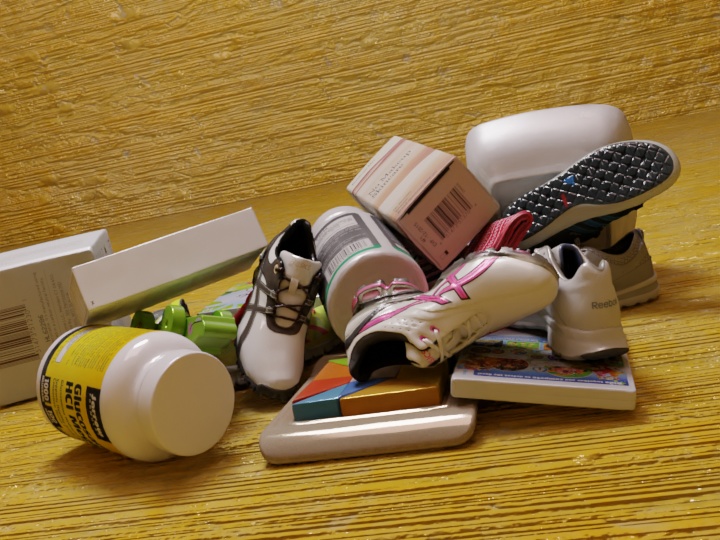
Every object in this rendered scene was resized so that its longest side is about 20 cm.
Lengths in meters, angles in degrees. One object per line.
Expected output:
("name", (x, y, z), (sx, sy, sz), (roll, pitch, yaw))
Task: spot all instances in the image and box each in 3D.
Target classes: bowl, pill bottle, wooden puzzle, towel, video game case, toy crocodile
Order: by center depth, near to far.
("video game case", (0.162, 0.073, 0.690), (0.140, 0.018, 0.200), (2, 13, 14))
("wooden puzzle", (0.018, 0.105, 0.704), (0.181, 0.038, 0.200), (-9, 13, 13))
("pill bottle", (-0.206, 0.110, 0.714), (0.197, 0.115, 0.111), (-1, 16, 45))
("toy crocodile", (-0.185, 0.072, 0.801), (0.066, 0.063, 0.198), (10, -13, -37))
("towel", (0.112, 0.005, 0.812), (0.146, 0.022, 0.200), (-56, 2, -2))
("pill bottle", (0.000, 0.000, 0.883), (0.111, 0.115, 0.200), (-13, 23, -7))
("bowl", (0.226, -0.087, 0.921), (0.195, 0.202, 0.075), (-6, 41, 19))

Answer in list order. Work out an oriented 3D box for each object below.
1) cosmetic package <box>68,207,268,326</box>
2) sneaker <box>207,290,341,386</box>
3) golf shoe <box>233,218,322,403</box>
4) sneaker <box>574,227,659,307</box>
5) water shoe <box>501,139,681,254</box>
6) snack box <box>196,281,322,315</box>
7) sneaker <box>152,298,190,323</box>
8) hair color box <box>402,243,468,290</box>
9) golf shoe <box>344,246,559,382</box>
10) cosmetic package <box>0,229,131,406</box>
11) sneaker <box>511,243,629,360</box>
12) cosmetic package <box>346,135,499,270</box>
("cosmetic package", (-0.201, -0.003, 0.819), (0.197, 0.051, 0.082), (-22, -7, -29))
("sneaker", (-0.094, 0.062, 0.886), (0.198, 0.092, 0.077), (-19, 12, -38))
("golf shoe", (-0.082, 0.033, 0.805), (0.076, 0.203, 0.095), (13, -41, -19))
("sneaker", (0.224, 0.007, 0.840), (0.196, 0.084, 0.075), (-15, 12, -15))
("water shoe", (0.248, -0.076, 0.840), (0.197, 0.073, 0.078), (-22, -27, 30))
("snack box", (-0.101, 0.047, 1.050), (0.195, 0.054, 0.142), (-9, 14, 14))
("sneaker", (-0.259, 0.093, 0.991), (0.079, 0.075, 0.200), (-22, 6, -3))
("hair color box", (0.073, -0.012, 1.007), (0.098, 0.062, 0.200), (-22, 26, -11))
("golf shoe", (0.075, 0.045, 0.660), (0.197, 0.073, 0.093), (-19, 40, 29))
("cosmetic package", (-0.408, 0.053, 1.042), (0.163, 0.171, 0.200), (-15, 13, -11))
("sneaker", (0.174, 0.015, 0.704), (0.073, 0.089, 0.200), (-7, 13, -18))
("cosmetic package", (0.068, -0.088, 0.935), (0.104, 0.087, 0.200), (-47, 23, -1))
